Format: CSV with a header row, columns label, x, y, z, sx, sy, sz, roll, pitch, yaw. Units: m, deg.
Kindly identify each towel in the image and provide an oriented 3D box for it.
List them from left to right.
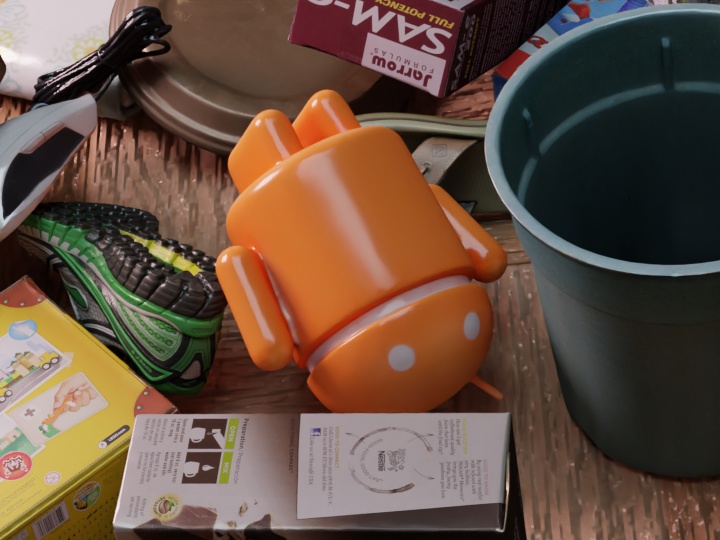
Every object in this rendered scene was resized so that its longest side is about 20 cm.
label,x,y,z,sx,sy,sz,roll,pitch,yaw
towel,-0.188,-0.186,1.728,0.171,0.048,0.200,12,50,23

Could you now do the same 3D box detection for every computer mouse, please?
label,x,y,z,sx,sy,sz,roll,pitch,yaw
computer mouse,-0.194,-0.083,1.545,0.110,0.044,0.200,-22,25,41

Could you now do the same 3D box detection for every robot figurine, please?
label,x,y,z,sx,sy,sz,roll,pitch,yaw
robot figurine,0.002,-0.001,1.445,0.117,0.144,0.200,-33,76,21

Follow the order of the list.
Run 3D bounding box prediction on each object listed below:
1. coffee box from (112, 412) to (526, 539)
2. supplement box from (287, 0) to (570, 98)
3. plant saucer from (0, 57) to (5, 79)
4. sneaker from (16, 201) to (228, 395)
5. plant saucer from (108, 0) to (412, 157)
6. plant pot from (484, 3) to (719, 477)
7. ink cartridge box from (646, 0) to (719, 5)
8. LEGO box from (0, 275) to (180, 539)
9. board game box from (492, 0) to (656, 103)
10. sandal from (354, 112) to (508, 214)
label,x,y,z,sx,sy,sz,roll,pitch,yaw
coffee box,-0.016,0.138,1.343,0.200,0.113,0.080,-1,47,9
supplement box,0.050,-0.174,1.600,0.109,0.061,0.200,21,27,18
plant saucer,-0.272,-0.060,1.541,0.029,0.200,0.200,37,52,-12
sneaker,-0.148,0.013,1.510,0.078,0.085,0.200,2,19,-33
plant saucer,-0.060,-0.153,1.648,0.200,0.029,0.200,5,52,-6
plant pot,0.175,-0.005,1.387,0.200,0.196,0.200,-5,47,6
ink cartridge box,0.179,-0.241,1.630,0.109,0.050,0.200,-31,50,-22
LEGO box,-0.213,0.116,1.422,0.200,0.077,0.149,-36,51,-22
board game box,0.219,-0.121,1.586,0.200,0.056,0.196,28,58,31
sandal,0.044,-0.050,1.533,0.201,0.080,0.057,-5,44,4
